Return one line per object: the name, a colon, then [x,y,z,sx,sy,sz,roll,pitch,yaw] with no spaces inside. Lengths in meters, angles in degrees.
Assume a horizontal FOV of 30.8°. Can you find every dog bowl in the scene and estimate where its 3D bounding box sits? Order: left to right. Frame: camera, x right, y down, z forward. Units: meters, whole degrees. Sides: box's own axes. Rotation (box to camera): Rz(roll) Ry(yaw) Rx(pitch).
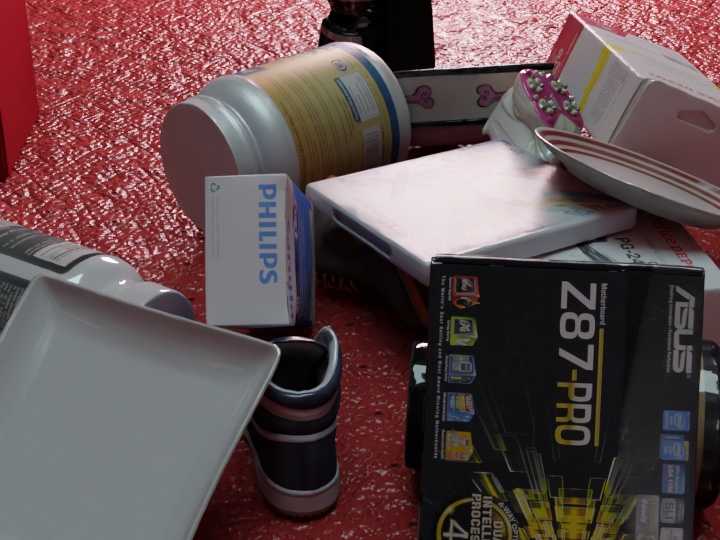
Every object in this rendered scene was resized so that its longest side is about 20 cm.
dog bowl: [0.094,-0.165,1.303,0.200,0.074,0.200,-3,7,0]

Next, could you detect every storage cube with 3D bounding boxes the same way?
storage cube: [-0.434,-0.206,1.321,0.171,0.180,0.200,-1,30,-2]

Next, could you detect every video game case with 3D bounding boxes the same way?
video game case: [0.085,-0.053,1.044,0.200,0.022,0.182,-15,29,-27]

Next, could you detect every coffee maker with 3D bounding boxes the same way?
coffee maker: [0.039,-0.329,1.517,0.192,0.200,0.135,-3,32,-1]

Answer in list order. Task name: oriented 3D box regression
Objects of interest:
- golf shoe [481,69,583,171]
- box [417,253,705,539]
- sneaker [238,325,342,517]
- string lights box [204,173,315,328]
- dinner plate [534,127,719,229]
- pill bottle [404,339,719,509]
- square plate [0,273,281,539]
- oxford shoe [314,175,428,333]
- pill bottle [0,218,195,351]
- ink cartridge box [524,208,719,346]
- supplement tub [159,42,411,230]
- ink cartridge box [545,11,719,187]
golf shoe: [0.167,-0.080,1.160,0.075,0.092,0.200,10,53,-38]
box: [0.117,0.093,0.778,0.161,0.200,0.049,3,1,2]
sneaker: [-0.062,0.069,0.905,0.070,0.109,0.200,-10,31,-19]
string lights box: [-0.069,-0.009,0.957,0.059,0.103,0.200,-1,-3,3]
dinner plate: [0.232,-0.070,1.061,0.200,0.024,0.200,20,15,-6]
pill bottle: [0.132,0.094,0.857,0.200,0.112,0.112,3,30,5]
square plate: [-0.170,0.113,0.823,0.200,0.028,0.198,15,68,24]
oxford shoe: [0.000,0.000,1.093,0.073,0.071,0.200,-37,42,-2]
pill bottle: [-0.228,0.034,0.961,0.200,0.116,0.116,17,34,26]
ink cartridge box: [0.168,0.020,1.017,0.200,0.083,0.145,-4,28,-7]
supplement tub: [-0.068,-0.121,1.205,0.200,0.145,0.145,-24,37,-36]
ink cartridge box: [0.285,-0.171,1.311,0.145,0.083,0.200,17,23,-21]
